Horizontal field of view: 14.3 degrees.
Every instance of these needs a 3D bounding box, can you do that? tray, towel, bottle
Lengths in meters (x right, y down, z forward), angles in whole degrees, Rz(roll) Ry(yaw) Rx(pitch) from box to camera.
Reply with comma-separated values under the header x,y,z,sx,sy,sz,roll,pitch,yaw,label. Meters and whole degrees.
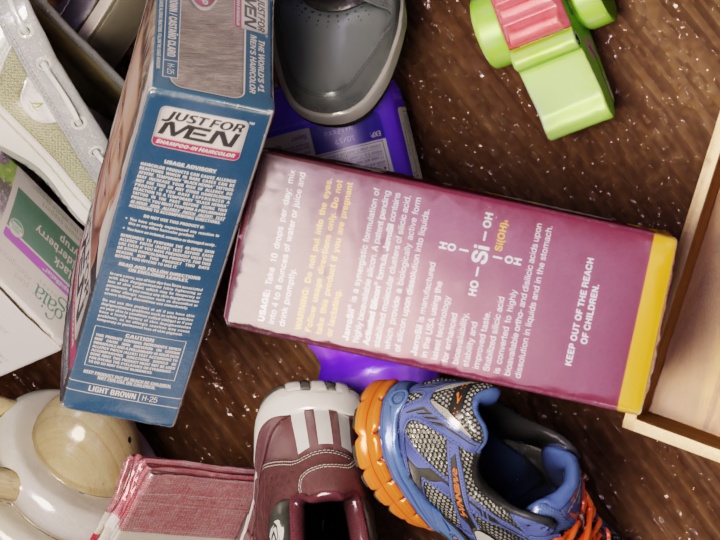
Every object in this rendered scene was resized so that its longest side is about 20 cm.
x,y,z,sx,sy,sz,roll,pitch,yaw,label
0.205,-0.003,1.400,0.098,0.037,0.201,19,102,15,tray
-0.114,0.182,1.470,0.023,0.144,0.200,41,107,34,towel
0.000,0.000,1.451,0.083,0.065,0.201,-14,91,15,bottle

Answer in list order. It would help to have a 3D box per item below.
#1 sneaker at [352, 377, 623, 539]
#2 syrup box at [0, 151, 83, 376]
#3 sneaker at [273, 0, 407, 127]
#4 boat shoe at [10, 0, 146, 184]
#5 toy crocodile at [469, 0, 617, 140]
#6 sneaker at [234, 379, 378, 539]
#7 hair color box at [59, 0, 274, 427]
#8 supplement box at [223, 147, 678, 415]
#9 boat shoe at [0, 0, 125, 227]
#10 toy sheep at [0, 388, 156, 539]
x,y,z,sx,sy,sz,roll,pitch,yaw,label
0.083,0.120,1.386,0.078,0.076,0.200,-17,134,43,sneaker
-0.241,0.020,1.492,0.200,0.082,0.079,-24,126,30,syrup box
-0.012,-0.179,1.381,0.083,0.121,0.201,2,76,11,sneaker
-0.172,-0.107,1.496,0.063,0.073,0.200,38,110,10,boat shoe
0.078,-0.164,1.413,0.067,0.062,0.201,-15,91,19,toy crocodile
-0.026,0.162,1.414,0.075,0.116,0.201,-4,126,-5,sneaker
-0.092,-0.033,1.355,0.060,0.100,0.200,11,129,-11,hair color box
0.044,0.003,1.358,0.199,0.110,0.086,12,93,4,supplement box
-0.126,-0.072,1.429,0.065,0.202,0.075,-28,43,25,boat shoe
-0.175,0.132,1.489,0.138,0.138,0.200,46,128,9,toy sheep
